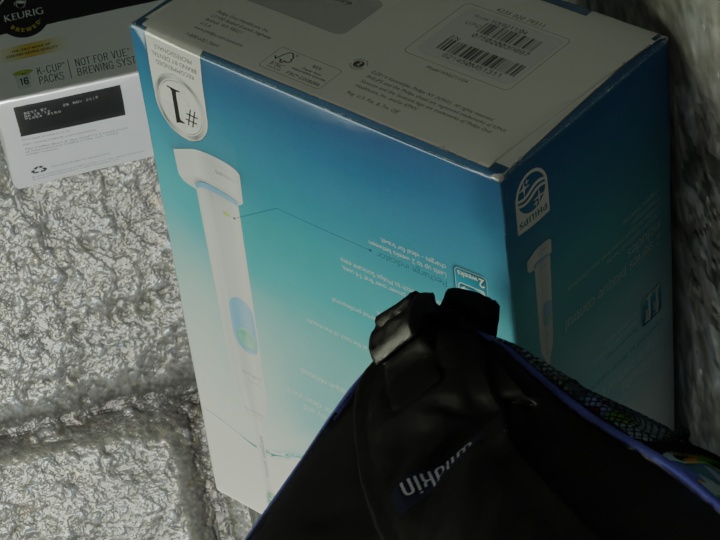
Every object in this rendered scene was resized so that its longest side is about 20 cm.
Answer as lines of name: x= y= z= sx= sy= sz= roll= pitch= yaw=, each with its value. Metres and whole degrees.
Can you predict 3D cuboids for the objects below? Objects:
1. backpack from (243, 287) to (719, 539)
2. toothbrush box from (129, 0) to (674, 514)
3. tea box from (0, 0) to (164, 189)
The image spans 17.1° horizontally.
backpack: x=0.053 y=0.131 z=0.607 sx=0.147 sy=0.183 sz=0.200 roll=40 pitch=175 yaw=-33
toothbrush box: x=0.019 y=0.006 z=0.762 sx=0.146 sy=0.085 sz=0.200 roll=24 pitch=137 yaw=34
tea box: x=-0.158 y=-0.185 z=1.579 sx=0.134 sy=0.200 sz=0.197 roll=94 pitch=163 yaw=-68
